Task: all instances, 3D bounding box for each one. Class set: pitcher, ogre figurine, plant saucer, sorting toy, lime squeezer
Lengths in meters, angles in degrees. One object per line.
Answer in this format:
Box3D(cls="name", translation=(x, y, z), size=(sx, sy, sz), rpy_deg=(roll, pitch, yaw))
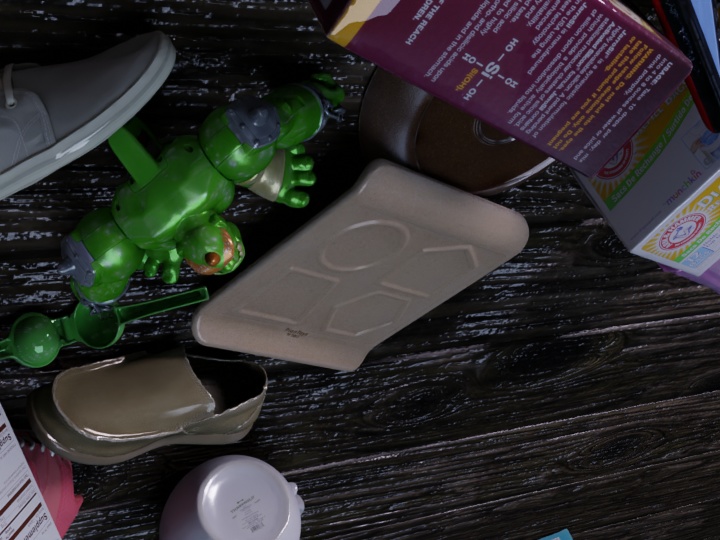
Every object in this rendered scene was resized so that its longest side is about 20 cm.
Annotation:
Box3D(cls="pitcher", translation=(-0.106, 0.233, 0.994), size=(0.171, 0.121, 0.200), rpy_deg=(-32, 164, -32))
Box3D(cls="ogre figurine", translation=(-0.099, -0.043, 0.620), size=(0.199, 0.099, 0.120), rpy_deg=(-18, -178, 8))
Box3D(cls="plant saucer", translation=(0.095, -0.114, 0.731), size=(0.199, 0.032, 0.201), rpy_deg=(-18, 144, -14))
Box3D(cls="sorting toy", translation=(0.000, 0.000, 0.797), size=(0.200, 0.037, 0.184), rpy_deg=(-39, 145, 29))
Box3D(cls="lime squeezer", translation=(-0.195, 0.044, 0.711), size=(0.198, 0.071, 0.038), rpy_deg=(-15, 109, -8))

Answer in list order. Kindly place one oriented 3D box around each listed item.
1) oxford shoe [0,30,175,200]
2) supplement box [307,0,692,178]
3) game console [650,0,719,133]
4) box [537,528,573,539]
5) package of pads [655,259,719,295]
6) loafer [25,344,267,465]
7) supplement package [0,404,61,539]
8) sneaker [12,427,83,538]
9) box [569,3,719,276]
Box3D(cls="oxford shoe", translation=(-0.187, -0.074, 0.558), size=(0.199, 0.075, 0.058), rpy_deg=(-28, 119, -1))
Box3D(cls="supplement box", translation=(0.065, -0.141, 0.571), size=(0.199, 0.111, 0.086), rpy_deg=(21, 121, -37))
Box3D(cls="game console", translation=(0.231, -0.205, 0.632), size=(0.118, 0.174, 0.200), rpy_deg=(-11, 153, 26))
Box3D(cls="box", translation=(0.258, 0.448, 1.575), size=(0.082, 0.049, 0.201), rpy_deg=(-17, 145, -15))
Box3D(cls="package of pads", translation=(0.343, -0.068, 0.925), size=(0.120, 0.076, 0.200), rpy_deg=(14, 129, -48))
Box3D(cls="loafer", translation=(-0.148, 0.090, 0.799), size=(0.199, 0.076, 0.068), rpy_deg=(-1, 139, -49))
Box3D(cls="supplement package", translation=(-0.292, 0.169, 0.613), size=(0.190, 0.201, 0.147), rpy_deg=(-17, -168, 13))
Box3D(cls="sneaker", translation=(-0.261, 0.142, 0.809), size=(0.087, 0.073, 0.201), rpy_deg=(-48, 149, -33))
Box3D(cls="box", translation=(0.267, -0.104, 0.799), size=(0.112, 0.102, 0.200), rpy_deg=(13, 130, -44))
